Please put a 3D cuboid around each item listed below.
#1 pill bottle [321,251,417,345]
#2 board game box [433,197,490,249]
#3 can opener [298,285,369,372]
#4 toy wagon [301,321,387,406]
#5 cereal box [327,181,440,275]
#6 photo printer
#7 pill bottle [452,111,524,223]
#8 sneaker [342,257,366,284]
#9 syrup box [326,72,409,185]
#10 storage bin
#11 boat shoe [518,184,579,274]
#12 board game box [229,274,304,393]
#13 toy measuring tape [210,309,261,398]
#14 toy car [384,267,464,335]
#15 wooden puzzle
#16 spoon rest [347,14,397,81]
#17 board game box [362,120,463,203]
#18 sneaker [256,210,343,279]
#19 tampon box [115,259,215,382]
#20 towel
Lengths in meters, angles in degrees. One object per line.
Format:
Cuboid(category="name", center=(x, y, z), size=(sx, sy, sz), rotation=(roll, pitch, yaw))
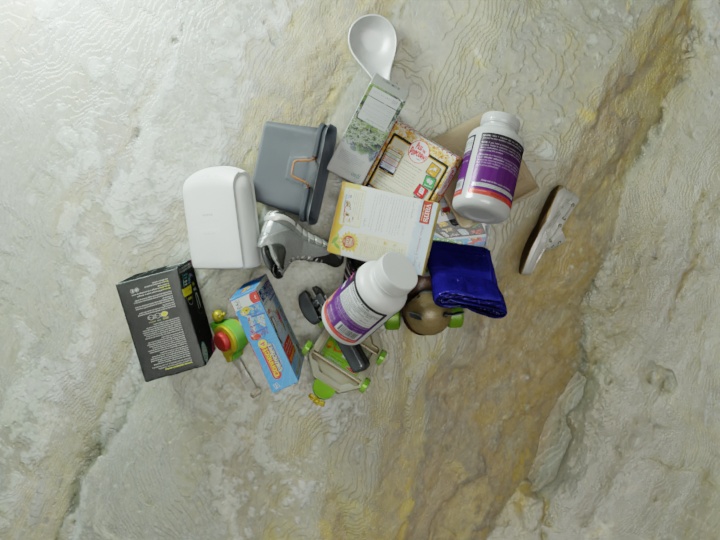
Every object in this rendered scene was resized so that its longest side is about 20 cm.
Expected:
Cuboid(category="pill bottle", center=(0.019, 0.051, 1.504), size=(0.111, 0.112, 0.200), rotation=(41, 132, -6))
Cuboid(category="board game box", center=(0.173, -0.117, 1.631), size=(0.198, 0.035, 0.127), rotation=(8, 95, -4))
Cuboid(category="can opener", center=(-0.057, 0.123, 1.595), size=(0.067, 0.053, 0.201), rotation=(-32, 80, 13))
Cuboid(category="toy wagon", center=(-0.046, 0.189, 1.617), size=(0.155, 0.040, 0.201), rotation=(32, 71, 0))
Cuboid(category="cereal box", center=(0.045, -0.083, 1.534), size=(0.198, 0.040, 0.145), rotation=(15, 94, 12))
Cuboid(category="photo printer", center=(-0.275, -0.104, 1.557), size=(0.165, 0.069, 0.202), rotation=(0, 99, 38))
Cuboid(category="pill bottle", center=(0.251, -0.199, 1.517), size=(0.112, 0.112, 0.202), rotation=(16, 77, -5))
Cuboid(category="sneaker", center=(0.000, 0.000, 1.609), size=(0.073, 0.087, 0.202), rotation=(2, 95, -2))
Cuboid(category="syrup box", center=(0.014, -0.275, 1.551), size=(0.078, 0.082, 0.201), rotation=(27, 118, -5))
Cuboid(category="storage bin", center=(-0.138, -0.202, 1.562), size=(0.133, 0.146, 0.202), rotation=(13, 96, 6))
Cuboid(category="boat shoe", center=(0.394, -0.074, 1.629), size=(0.069, 0.071, 0.201), rotation=(26, 94, -4))
Cuboid(category="board game box", center=(-0.181, 0.119, 1.559), size=(0.056, 0.200, 0.197), rotation=(-23, 97, 2))
Cuboid(category="toy measuring tape", center=(-0.249, 0.169, 1.624), size=(0.073, 0.074, 0.201), rotation=(-27, 95, 1))
Cuboid(category="toy car", center=(0.134, 0.064, 1.568), size=(0.163, 0.200, 0.159), rotation=(-2, 97, -3))
Cuboid(category="wooden puzzle", center=(0.237, -0.203, 1.599), size=(0.184, 0.046, 0.201), rotation=(-28, 80, -9))
Cuboid(category="spoon rest", center=(0.035, -0.412, 1.577), size=(0.099, 0.061, 0.202), rotation=(-13, 98, -1))
Cuboid(category="board game box", center=(0.090, -0.173, 1.570), size=(0.151, 0.046, 0.201), rotation=(35, 107, 17))
Cuboid(category="sneaker", center=(-0.129, -0.025, 1.571), size=(0.199, 0.075, 0.116), rotation=(32, 69, -30))
Cuboid(category="tampon box", center=(-0.382, 0.097, 1.571), size=(0.125, 0.150, 0.202), rotation=(-15, 98, 0))
Cuboid(category="towel", center=(0.206, 0.009, 1.545), size=(0.146, 0.201, 0.050), rotation=(13, 122, -10))
